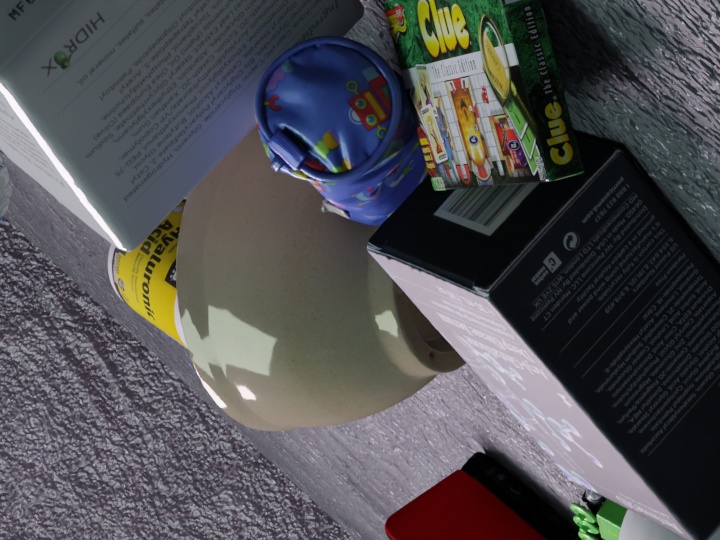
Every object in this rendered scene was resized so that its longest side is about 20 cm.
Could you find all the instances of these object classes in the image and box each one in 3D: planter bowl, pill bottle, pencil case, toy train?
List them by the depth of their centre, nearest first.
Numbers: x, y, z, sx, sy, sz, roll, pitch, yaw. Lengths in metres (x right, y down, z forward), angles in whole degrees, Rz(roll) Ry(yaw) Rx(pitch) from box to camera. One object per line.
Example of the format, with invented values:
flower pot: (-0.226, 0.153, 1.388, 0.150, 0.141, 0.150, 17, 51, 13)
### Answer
pencil case: (-0.004, -0.073, 1.565, 0.078, 0.087, 0.200, 40, -179, 11)
planter bowl: (0.000, 0.000, 1.735, 0.134, 0.201, 0.200, 0, 144, 35)
toy train: (0.197, 0.204, 2.152, 0.056, 0.042, 0.200, 29, 165, 19)
pill bottle: (-0.130, 0.015, 2.472, 0.200, 0.111, 0.111, 30, 164, 51)

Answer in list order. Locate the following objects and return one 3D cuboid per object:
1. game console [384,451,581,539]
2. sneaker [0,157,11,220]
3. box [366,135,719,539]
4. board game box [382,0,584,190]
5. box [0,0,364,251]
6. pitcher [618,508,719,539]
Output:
game console: (0.137, 0.262, 2.398, 0.200, 0.119, 0.173, 40, 169, 24)
sneaker: (-0.262, -0.089, 1.587, 0.087, 0.075, 0.200, 56, 178, 40)
box: (0.124, 0.029, 1.515, 0.200, 0.107, 0.148, 48, 169, -24)
board game box: (0.058, -0.093, 1.395, 0.200, 0.023, 0.106, 179, 77, -76)
box: (-0.148, -0.163, 1.545, 0.199, 0.200, 0.172, 37, 166, 38)
pitcher: (0.239, 0.212, 1.654, 0.200, 0.173, 0.121, 34, -160, 35)
